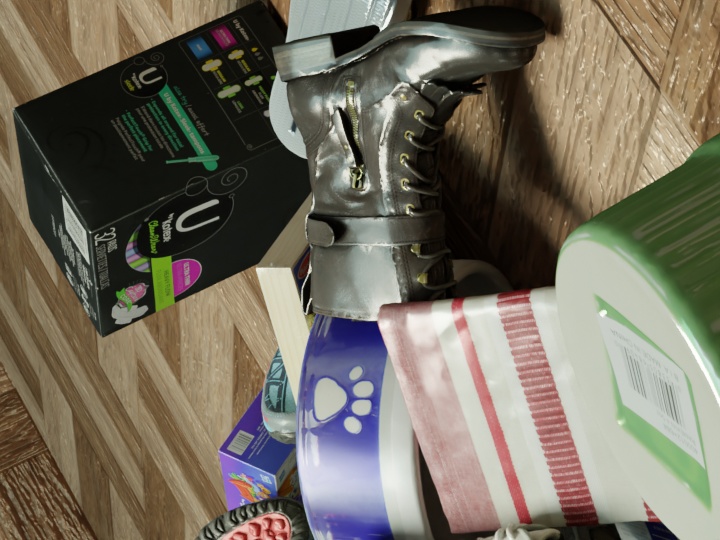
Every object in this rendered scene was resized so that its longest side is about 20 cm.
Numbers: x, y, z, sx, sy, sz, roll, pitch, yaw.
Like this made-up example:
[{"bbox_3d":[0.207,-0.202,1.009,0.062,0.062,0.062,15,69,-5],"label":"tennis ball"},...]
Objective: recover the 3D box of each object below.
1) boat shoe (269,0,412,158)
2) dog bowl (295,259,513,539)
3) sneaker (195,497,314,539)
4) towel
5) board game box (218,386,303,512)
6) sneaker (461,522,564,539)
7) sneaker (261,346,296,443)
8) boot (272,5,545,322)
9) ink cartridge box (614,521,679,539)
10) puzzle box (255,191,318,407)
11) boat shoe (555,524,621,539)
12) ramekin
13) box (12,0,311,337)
[{"bbox_3d":[-0.004,-0.152,1.559,0.072,0.062,0.200,41,139,13],"label":"boat shoe"},{"bbox_3d":[0.038,0.093,1.554,0.079,0.200,0.200,1,124,25],"label":"dog bowl"},{"bbox_3d":[-0.072,0.219,1.700,0.079,0.096,0.200,41,125,20],"label":"sneaker"},{"bbox_3d":[0.116,0.073,1.396,0.200,0.023,0.144,-7,113,32],"label":"towel"},{"bbox_3d":[-0.022,0.096,1.757,0.045,0.200,0.134,23,147,19],"label":"board game box"},{"bbox_3d":[0.074,0.175,1.430,0.200,0.075,0.081,11,106,24],"label":"sneaker"},{"bbox_3d":[-0.025,0.021,1.665,0.079,0.200,0.096,1,138,24],"label":"sneaker"},{"bbox_3d":[0.034,-0.054,1.432,0.200,0.069,0.174,-5,98,44],"label":"boot"},{"bbox_3d":[0.171,0.128,1.464,0.200,0.039,0.099,67,164,-11],"label":"ink cartridge box"},{"bbox_3d":[0.000,0.000,1.598,0.025,0.200,0.133,-1,123,26],"label":"puzzle box"},{"bbox_3d":[0.146,0.192,1.562,0.202,0.065,0.074,-97,-20,-47],"label":"boat shoe"},{"bbox_3d":[0.177,0.042,1.213,0.200,0.098,0.200,56,162,29],"label":"ramekin"},{"bbox_3d":[-0.127,-0.073,1.826,0.124,0.200,0.149,56,161,26],"label":"box"}]
